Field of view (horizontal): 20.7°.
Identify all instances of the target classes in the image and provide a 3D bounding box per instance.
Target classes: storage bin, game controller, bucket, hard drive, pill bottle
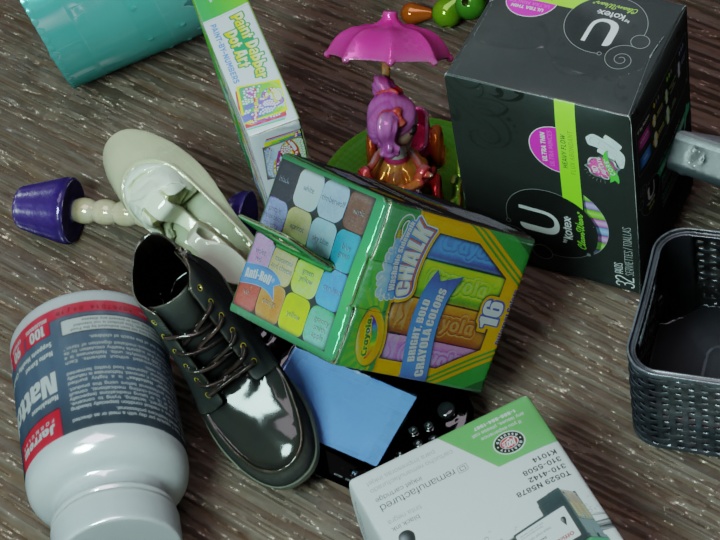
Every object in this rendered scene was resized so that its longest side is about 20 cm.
[{"bbox_3d":[0.299,0.058,1.403,0.200,0.094,0.135,8,53,17],"label":"storage bin"},{"bbox_3d":[-0.017,0.104,1.462,0.200,0.042,0.104,21,58,26],"label":"game controller"},{"bbox_3d":[-0.234,-0.267,1.713,0.135,0.207,0.207,-28,51,-2],"label":"bucket"},{"bbox_3d":[0.344,-0.057,1.472,0.200,0.140,0.033,22,101,27],"label":"hard drive"},{"bbox_3d":[-0.187,0.124,1.428,0.119,0.120,0.200,-15,49,-1],"label":"pill bottle"}]

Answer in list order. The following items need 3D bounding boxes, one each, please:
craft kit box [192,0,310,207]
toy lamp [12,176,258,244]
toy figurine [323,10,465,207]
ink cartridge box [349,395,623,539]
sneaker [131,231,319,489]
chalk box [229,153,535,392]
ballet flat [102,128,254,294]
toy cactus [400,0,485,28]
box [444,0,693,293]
[{"bbox_3d":[-0.074,-0.111,1.549,0.048,0.198,0.200,-19,49,-6],"label":"craft kit box"},{"bbox_3d":[-0.186,-0.045,1.611,0.200,0.058,0.058,5,52,15],"label":"toy lamp"},{"bbox_3d":[0.024,-0.105,1.533,0.150,0.184,0.200,-3,51,9],"label":"toy figurine"},{"bbox_3d":[0.101,0.205,1.326,0.146,0.084,0.200,-25,50,-9],"label":"ink cartridge box"},{"bbox_3d":[-0.106,0.068,1.425,0.075,0.106,0.200,-35,67,3],"label":"sneaker"},{"bbox_3d":[0.000,0.000,1.395,0.125,0.200,0.124,26,100,47],"label":"chalk box"},{"bbox_3d":[-0.132,-0.038,1.537,0.200,0.069,0.069,41,66,8],"label":"ballet flat"},{"bbox_3d":[0.112,-0.282,1.733,0.200,0.102,0.165,4,42,26],"label":"toy cactus"},{"bbox_3d":[0.163,-0.105,1.494,0.148,0.200,0.124,15,55,23],"label":"box"}]
